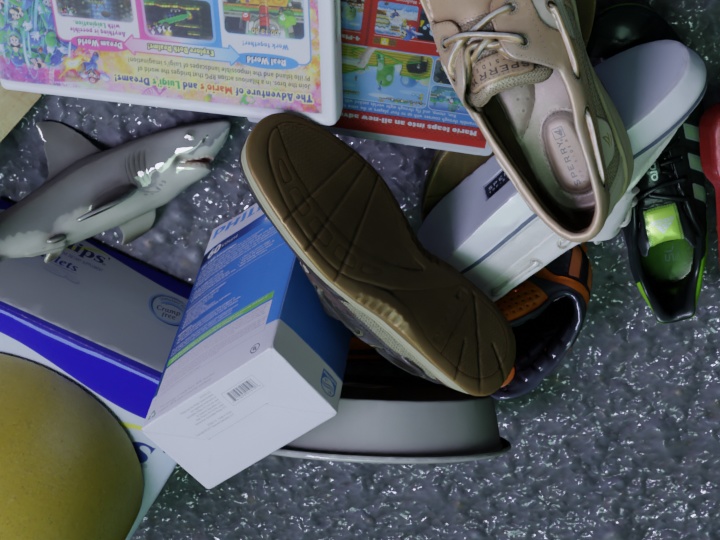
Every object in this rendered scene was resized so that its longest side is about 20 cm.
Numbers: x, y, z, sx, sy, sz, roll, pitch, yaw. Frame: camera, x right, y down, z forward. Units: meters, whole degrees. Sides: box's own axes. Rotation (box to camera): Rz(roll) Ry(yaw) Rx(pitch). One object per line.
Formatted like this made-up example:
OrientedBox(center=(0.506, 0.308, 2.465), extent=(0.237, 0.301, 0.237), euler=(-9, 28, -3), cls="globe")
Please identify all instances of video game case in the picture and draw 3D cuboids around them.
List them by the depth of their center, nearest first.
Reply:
OrientedBox(center=(-0.108, -0.168, 0.672), extent=(0.198, 0.024, 0.183), euler=(7, 127, 11), cls="video game case")
OrientedBox(center=(0.017, -0.157, 0.681), extent=(0.142, 0.018, 0.201), euler=(8, 127, -1), cls="video game case")

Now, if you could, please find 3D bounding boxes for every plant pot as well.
OrientedBox(center=(-0.251, 0.173, 0.823), extent=(0.198, 0.142, 0.201), euler=(4, 126, 5), cls="plant pot")

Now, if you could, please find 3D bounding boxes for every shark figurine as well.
OrientedBox(center=(-0.198, -0.053, 0.813), extent=(0.090, 0.213, 0.128), euler=(63, 150, 9), cls="shark figurine")

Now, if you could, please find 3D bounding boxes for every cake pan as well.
OrientedBox(center=(0.000, 0.094, 0.854), extent=(0.198, 0.200, 0.037), euler=(3, 90, 5), cls="cake pan")

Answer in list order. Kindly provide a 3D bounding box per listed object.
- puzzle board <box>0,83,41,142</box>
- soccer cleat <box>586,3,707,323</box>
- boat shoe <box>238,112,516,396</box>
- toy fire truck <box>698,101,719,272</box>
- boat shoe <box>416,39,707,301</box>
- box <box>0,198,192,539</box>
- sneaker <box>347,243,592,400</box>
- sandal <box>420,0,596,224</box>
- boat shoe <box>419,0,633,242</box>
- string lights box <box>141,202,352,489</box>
OrientedBox(center=(-0.319, -0.087, 0.804), extent=(0.151, 0.017, 0.200), euler=(42, 92, -20), cls="puzzle board")
OrientedBox(center=(0.176, -0.060, 0.773), extent=(0.067, 0.081, 0.201), euler=(-11, 123, 14), cls="soccer cleat")
OrientedBox(center=(0.000, 0.000, 0.722), extent=(0.200, 0.073, 0.065), euler=(47, 147, -14), cls="boat shoe")
OrientedBox(center=(0.303, -0.030, 0.764), extent=(0.198, 0.112, 0.169), euler=(-9, 106, -3), cls="toy fire truck")
OrientedBox(center=(0.122, -0.048, 0.739), extent=(0.070, 0.071, 0.200), euler=(34, 121, -29), cls="boat shoe")
OrientedBox(center=(-0.213, 0.085, 0.909), extent=(0.183, 0.105, 0.201), euler=(25, 124, -12), cls="box")
OrientedBox(center=(0.051, 0.035, 0.836), extent=(0.199, 0.112, 0.078), euler=(-21, 120, 20), cls="sneaker")
OrientedBox(center=(0.087, -0.104, 0.771), extent=(0.080, 0.054, 0.201), euler=(5, 124, -12), cls="sandal")
OrientedBox(center=(0.075, -0.108, 0.639), extent=(0.071, 0.065, 0.201), euler=(-26, 104, 28), cls="boat shoe")
OrientedBox(center=(-0.056, 0.024, 0.787), extent=(0.102, 0.201, 0.059), euler=(-32, 115, 27), cls="string lights box")
